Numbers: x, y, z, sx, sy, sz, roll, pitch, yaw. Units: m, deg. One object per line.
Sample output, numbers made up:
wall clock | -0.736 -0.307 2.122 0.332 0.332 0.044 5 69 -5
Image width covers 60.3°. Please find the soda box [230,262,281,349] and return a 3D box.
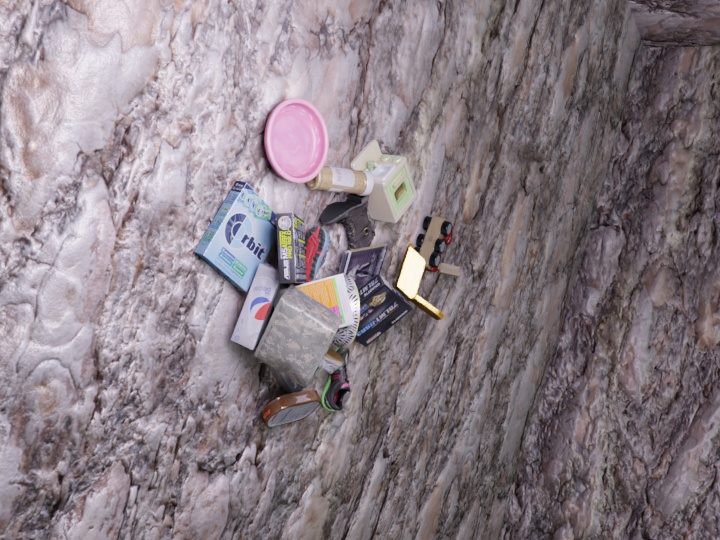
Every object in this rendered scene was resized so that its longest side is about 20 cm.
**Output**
soda box | -0.252 0.087 1.535 0.068 0.062 0.205 -53 165 -87

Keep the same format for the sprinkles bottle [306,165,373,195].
sprinkles bottle | -0.054 -0.247 1.696 0.196 0.067 0.071 0 101 -41

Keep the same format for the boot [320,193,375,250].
boot | -0.028 -0.120 1.795 0.198 0.068 0.179 -33 132 -33

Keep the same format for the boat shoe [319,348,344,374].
boat shoe | -0.129 0.235 1.692 0.198 0.071 0.070 34 101 -37

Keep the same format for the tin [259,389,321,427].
tin | -0.189 0.381 1.716 0.197 0.042 0.113 1 134 -50

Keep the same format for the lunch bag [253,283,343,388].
lunch bag | -0.158 0.171 1.531 0.203 0.161 0.118 -60 -179 20

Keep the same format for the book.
book | -0.123 0.098 1.610 0.193 0.048 0.138 -14 90 -4

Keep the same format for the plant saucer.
plant saucer | -0.166 -0.325 1.558 0.197 0.050 0.208 -8 101 -44

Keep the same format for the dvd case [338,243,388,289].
dvd case | 0.000 0.000 1.871 0.197 0.016 0.153 -14 127 -49

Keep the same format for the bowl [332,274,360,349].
bowl | -0.085 0.114 1.723 0.091 0.200 0.208 4 99 -26

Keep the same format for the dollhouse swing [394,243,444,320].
dollhouse swing | 0.202 0.039 1.968 0.200 0.171 0.187 87 22 -84

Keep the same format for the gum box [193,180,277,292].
gum box | -0.287 -0.081 1.500 0.170 0.044 0.204 48 63 -47

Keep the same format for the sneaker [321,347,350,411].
sneaker | -0.058 0.325 1.871 0.076 0.082 0.207 5 97 -51

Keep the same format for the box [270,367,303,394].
box | -0.184 0.223 1.715 0.159 0.047 0.203 -50 134 -29

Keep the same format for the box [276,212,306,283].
box | -0.170 -0.051 1.542 0.200 0.043 0.166 12 75 -88

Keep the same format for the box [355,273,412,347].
box | 0.035 0.125 1.876 0.198 0.050 0.198 -38 138 10

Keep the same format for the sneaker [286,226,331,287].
sneaker | -0.129 -0.014 1.686 0.205 0.078 0.095 -64 159 4

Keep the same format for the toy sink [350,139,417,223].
toy sink | 0.075 -0.266 1.838 0.131 0.110 0.203 -49 133 -29

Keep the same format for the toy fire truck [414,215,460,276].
toy fire truck | 0.282 -0.068 2.160 0.200 0.126 0.181 41 68 -60
